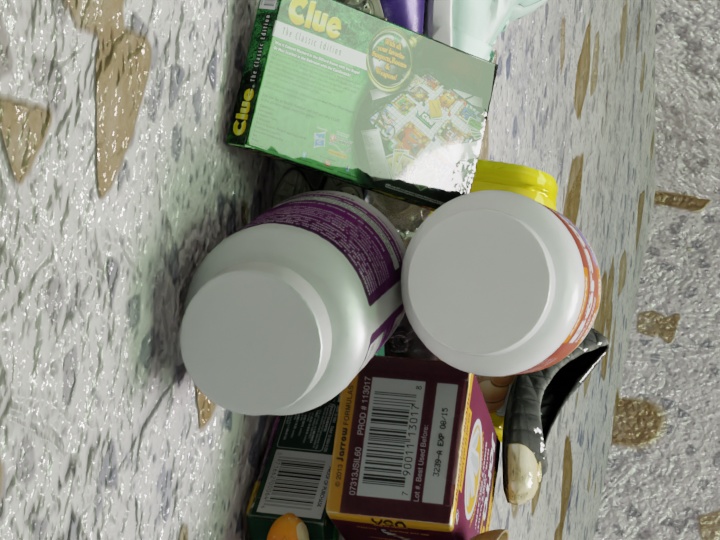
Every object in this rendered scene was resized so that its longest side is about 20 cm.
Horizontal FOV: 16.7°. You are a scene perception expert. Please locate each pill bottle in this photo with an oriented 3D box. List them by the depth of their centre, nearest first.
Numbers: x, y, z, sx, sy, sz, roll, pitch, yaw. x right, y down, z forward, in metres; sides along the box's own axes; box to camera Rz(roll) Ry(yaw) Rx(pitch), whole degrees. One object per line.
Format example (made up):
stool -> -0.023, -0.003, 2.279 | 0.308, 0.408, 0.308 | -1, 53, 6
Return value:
pill bottle -> -0.041, 0.021, 1.444 | 0.200, 0.111, 0.113 | -41, 135, -74
pill bottle -> 0.086, 0.009, 1.503 | 0.200, 0.111, 0.113 | 5, 90, -80

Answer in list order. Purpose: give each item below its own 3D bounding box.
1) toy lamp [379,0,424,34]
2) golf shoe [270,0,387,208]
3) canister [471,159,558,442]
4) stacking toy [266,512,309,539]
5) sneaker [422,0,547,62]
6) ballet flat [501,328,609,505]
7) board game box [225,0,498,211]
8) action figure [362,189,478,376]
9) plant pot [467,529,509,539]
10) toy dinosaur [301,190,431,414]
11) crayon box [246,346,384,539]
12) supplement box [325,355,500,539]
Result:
toy lamp -> 0.004, -0.238, 1.577 | 0.058, 0.058, 0.201 | -65, 147, -58
golf shoe -> -0.029, -0.097, 1.595 | 0.097, 0.078, 0.202 | -137, -126, -80
canister -> 0.063, 0.020, 1.861 | 0.087, 0.147, 0.201 | 55, 44, -73
stacking toy -> -0.046, 0.256, 1.566 | 0.116, 0.109, 0.202 | 35, 56, -77
sneaker -> 0.089, -0.156, 1.673 | 0.074, 0.117, 0.202 | -130, -145, -48
ballet flat -> 0.139, 0.097, 1.790 | 0.200, 0.056, 0.067 | -66, 163, -49
board game box -> 0.005, -0.105, 1.532 | 0.199, 0.023, 0.106 | 17, 88, -44
action figure -> 0.031, 0.009, 1.771 | 0.069, 0.129, 0.201 | -58, 140, -70
plant pot -> 0.047, 0.256, 1.572 | 0.200, 0.027, 0.201 | 21, 90, -79
toy dinosaur -> 0.000, 0.000, 1.665 | 0.200, 0.077, 0.102 | -50, 139, -2
crayon box -> -0.024, 0.159, 1.717 | 0.201, 0.058, 0.173 | -73, 163, -46
supplement box -> 0.039, 0.138, 1.652 | 0.200, 0.085, 0.111 | 65, 32, -70
